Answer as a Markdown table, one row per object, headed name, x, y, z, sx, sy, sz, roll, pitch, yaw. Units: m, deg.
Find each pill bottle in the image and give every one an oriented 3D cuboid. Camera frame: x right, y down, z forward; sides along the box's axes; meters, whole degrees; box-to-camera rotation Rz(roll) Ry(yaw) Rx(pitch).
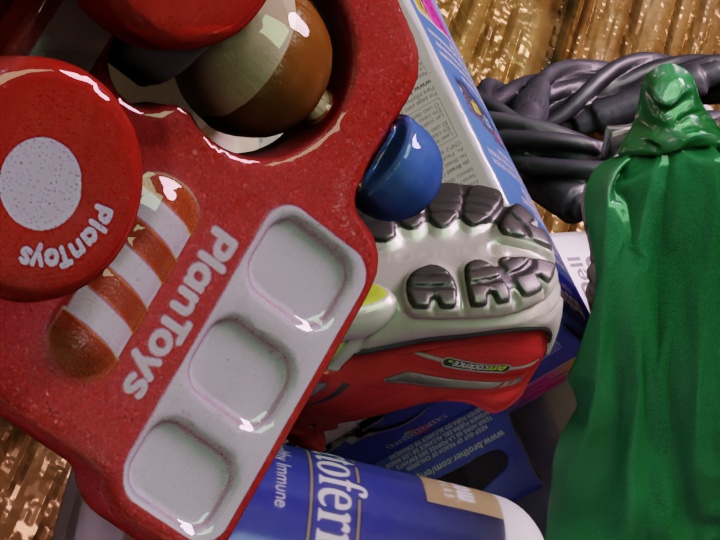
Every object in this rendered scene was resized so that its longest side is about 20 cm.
| name | x | y | z | sx | sy | sz | roll | pitch | yaw |
| --- | --- | --- | --- | --- | --- | --- | --- | --- | --- |
| pill bottle | -0.004 | 0.121 | 0.847 | 0.199 | 0.116 | 0.116 | 14 | 48 | -10 |

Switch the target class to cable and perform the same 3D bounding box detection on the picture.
| name | x | y | z | sx | sy | sz | roll | pitch | yaw |
| --- | --- | --- | --- | --- | --- | --- | --- | --- | --- |
| cable | 0.130 | -0.059 | 1.121 | 0.199 | 0.163 | 0.051 | -14 | 111 | -37 |

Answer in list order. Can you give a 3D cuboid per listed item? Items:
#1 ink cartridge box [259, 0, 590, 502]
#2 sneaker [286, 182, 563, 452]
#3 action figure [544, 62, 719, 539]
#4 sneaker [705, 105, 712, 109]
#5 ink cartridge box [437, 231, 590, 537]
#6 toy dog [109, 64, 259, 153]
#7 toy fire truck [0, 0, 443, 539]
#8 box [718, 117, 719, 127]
| name | x | y | z | sx | sy | sz | roll | pitch | yaw |
| --- | --- | --- | --- | --- | --- | --- | --- | --- | --- |
| ink cartridge box | 0.000 | 0.000 | 0.956 | 0.201 | 0.136 | 0.076 | 66 | 14 | 22 |
| sneaker | -0.032 | 0.026 | 0.853 | 0.199 | 0.085 | 0.077 | -1 | 42 | -4 |
| action figure | 0.114 | 0.027 | 0.894 | 0.118 | 0.201 | 0.055 | -3 | 15 | 4 |
| sneaker | 0.205 | -0.025 | 1.168 | 0.067 | 0.108 | 0.202 | -7 | 63 | -42 |
| ink cartridge box | 0.120 | 0.063 | 1.048 | 0.199 | 0.088 | 0.146 | -4 | 61 | -38 |
| toy dog | -0.127 | -0.081 | 0.906 | 0.199 | 0.195 | 0.140 | 8 | 28 | 4 |
| toy fire truck | -0.059 | -0.036 | 0.763 | 0.168 | 0.112 | 0.200 | 39 | 73 | -30 |
| box | 0.163 | -0.023 | 0.944 | 0.050 | 0.200 | 0.076 | -20 | 70 | -6 |
